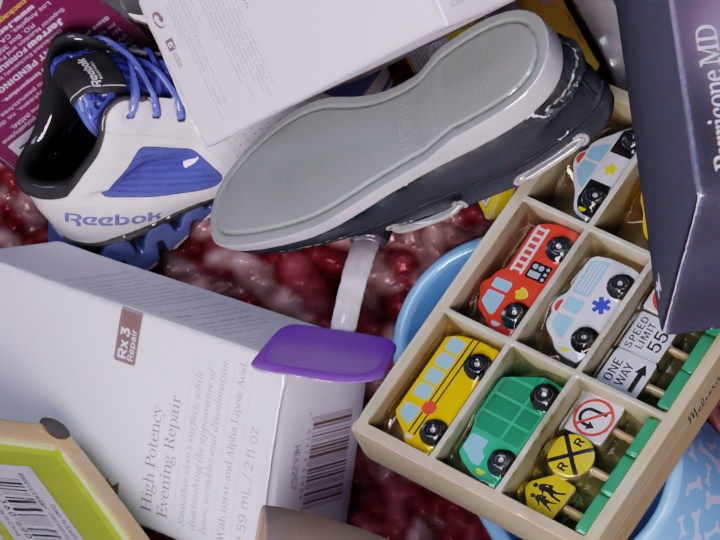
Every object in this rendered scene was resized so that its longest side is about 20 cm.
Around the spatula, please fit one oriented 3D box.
[{"bbox_3d":[0.000,0.000,1.234,0.056,0.021,0.200,9,34,9],"label":"spatula"}]

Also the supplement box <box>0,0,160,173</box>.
[{"bbox_3d":[-0.184,-0.144,1.355,0.103,0.200,0.131,-37,54,7],"label":"supplement box"}]

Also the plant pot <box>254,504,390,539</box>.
[{"bbox_3d":[0.015,0.203,1.102,0.134,0.200,0.201,7,66,-4],"label":"plant pot"}]

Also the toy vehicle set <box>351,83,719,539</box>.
[{"bbox_3d":[0.102,0.021,1.163,0.124,0.027,0.200,24,68,29],"label":"toy vehicle set"}]

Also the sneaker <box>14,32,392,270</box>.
[{"bbox_3d":[-0.087,-0.078,1.320,0.199,0.115,0.081,-34,56,5],"label":"sneaker"}]

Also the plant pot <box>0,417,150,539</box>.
[{"bbox_3d":[-0.184,0.172,1.170,0.200,0.199,0.182,48,113,34],"label":"plant pot"}]

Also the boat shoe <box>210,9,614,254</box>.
[{"bbox_3d":[0.021,-0.047,1.212,0.199,0.060,0.076,-21,51,35],"label":"boat shoe"}]

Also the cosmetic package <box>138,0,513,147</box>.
[{"bbox_3d":[0.004,-0.131,1.206,0.200,0.113,0.081,-19,97,56],"label":"cosmetic package"}]

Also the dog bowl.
[{"bbox_3d":[0.084,0.066,1.198,0.111,0.050,0.200,-37,55,8],"label":"dog bowl"}]

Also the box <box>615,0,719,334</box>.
[{"bbox_3d":[0.213,-0.090,1.115,0.197,0.123,0.201,-4,61,-2],"label":"box"}]

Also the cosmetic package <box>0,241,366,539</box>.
[{"bbox_3d":[-0.097,0.059,1.265,0.199,0.074,0.102,15,104,33],"label":"cosmetic package"}]

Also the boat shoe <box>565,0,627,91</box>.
[{"bbox_3d":[0.105,-0.176,1.274,0.063,0.071,0.201,-29,82,4],"label":"boat shoe"}]

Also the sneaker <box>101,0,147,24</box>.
[{"bbox_3d":[-0.059,-0.193,1.313,0.074,0.080,0.200,40,57,9],"label":"sneaker"}]

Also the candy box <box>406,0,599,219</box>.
[{"bbox_3d":[0.048,-0.132,1.294,0.026,0.102,0.201,-6,52,-25],"label":"candy box"}]
